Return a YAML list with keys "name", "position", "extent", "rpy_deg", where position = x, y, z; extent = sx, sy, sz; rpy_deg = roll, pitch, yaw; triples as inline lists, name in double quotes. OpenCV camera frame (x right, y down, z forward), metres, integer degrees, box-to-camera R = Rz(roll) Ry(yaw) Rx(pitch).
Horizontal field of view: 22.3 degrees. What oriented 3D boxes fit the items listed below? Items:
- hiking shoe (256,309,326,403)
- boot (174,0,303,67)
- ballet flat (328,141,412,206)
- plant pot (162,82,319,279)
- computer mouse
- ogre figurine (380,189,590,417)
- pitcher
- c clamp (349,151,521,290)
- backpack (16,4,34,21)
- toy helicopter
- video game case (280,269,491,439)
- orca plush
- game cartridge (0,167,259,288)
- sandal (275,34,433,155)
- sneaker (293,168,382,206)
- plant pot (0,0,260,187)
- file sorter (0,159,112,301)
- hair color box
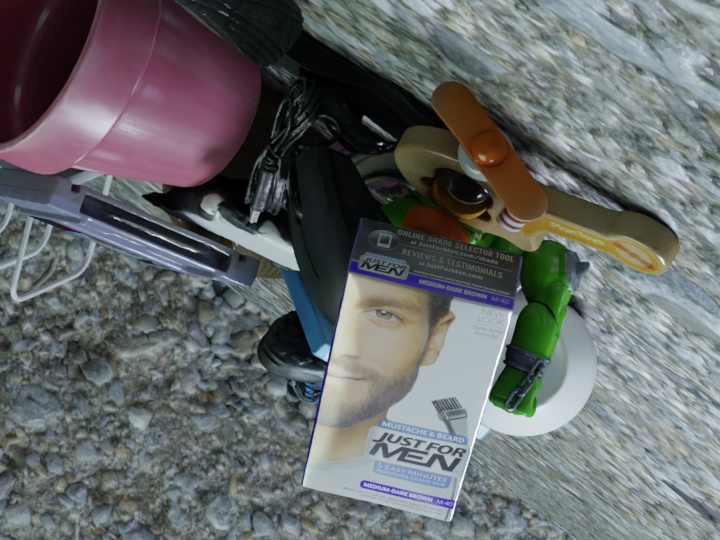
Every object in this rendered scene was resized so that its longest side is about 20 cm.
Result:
- name: "hiking shoe"
  position: [-0.034, 0.085, 1.566]
  extent: [0.074, 0.087, 0.200]
  rpy_deg: [51, -160, 21]
- name: "boot"
  position: [-0.130, -0.217, 1.203]
  extent: [0.132, 0.070, 0.200]
  rpy_deg: [38, 170, 37]
- name: "ballet flat"
  position: [0.048, -0.035, 1.447]
  extent: [0.200, 0.071, 0.069]
  rpy_deg: [35, 166, 11]
- name: "plant pot"
  position: [-0.109, -0.065, 1.613]
  extent: [0.201, 0.093, 0.201]
  rpy_deg: [37, 146, 30]
- name: "computer mouse"
  position: [-0.024, -0.022, 1.273]
  extent: [0.200, 0.053, 0.139]
  rpy_deg: [56, 144, 23]
- name: "ogre figurine"
  position: [0.076, 0.001, 1.302]
  extent: [0.098, 0.120, 0.200]
  rpy_deg: [33, -173, -41]
- name: "pitcher"
  position: [0.118, 0.067, 1.553]
  extent: [0.171, 0.121, 0.200]
  rpy_deg: [28, -179, 8]
- name: "c clamp"
  position: [0.041, -0.005, 1.392]
  extent: [0.200, 0.171, 0.027]
  rpy_deg: [40, -147, -21]
- name: "backpack"
  position: [-0.315, -0.205, 1.551]
  extent: [0.127, 0.200, 0.167]
  rpy_deg: [56, -178, 37]
- name: "toy helicopter"
  position: [0.109, -0.049, 1.163]
  extent: [0.200, 0.079, 0.132]
  rpy_deg: [21, 157, 27]
- name: "video game case"
  position: [0.019, 0.059, 1.565]
  extent: [0.200, 0.018, 0.143]
  rpy_deg: [29, -156, -35]
- name: "orca plush"
  position: [-0.083, -0.054, 1.481]
  extent: [0.105, 0.071, 0.200]
  rpy_deg: [38, 165, -35]
- name: "game cartridge"
  position: [-0.197, -0.034, 1.519]
  extent: [0.200, 0.038, 0.130]
  rpy_deg: [23, 169, -33]
- name: "sandal"
  position: [-0.018, -0.121, 1.315]
  extent: [0.200, 0.048, 0.075]
  rpy_deg: [34, 172, 25]
- name: "sneaker"
  position: [0.000, 0.000, 1.495]
  extent: [0.200, 0.121, 0.084]
  rpy_deg: [19, 147, 1]
- name: "plant pot"
  position: [-0.186, -0.155, 1.431]
  extent: [0.179, 0.200, 0.200]
  rpy_deg: [24, -177, -38]
- name: "file sorter"
  position: [-0.345, -0.077, 1.653]
  extent: [0.200, 0.125, 0.139]
  rpy_deg: [26, -157, 17]
- name: "hair color box"
  position: [0.031, 0.069, 1.210]
  extent: [0.109, 0.065, 0.200]
  rpy_deg: [13, 128, 1]
